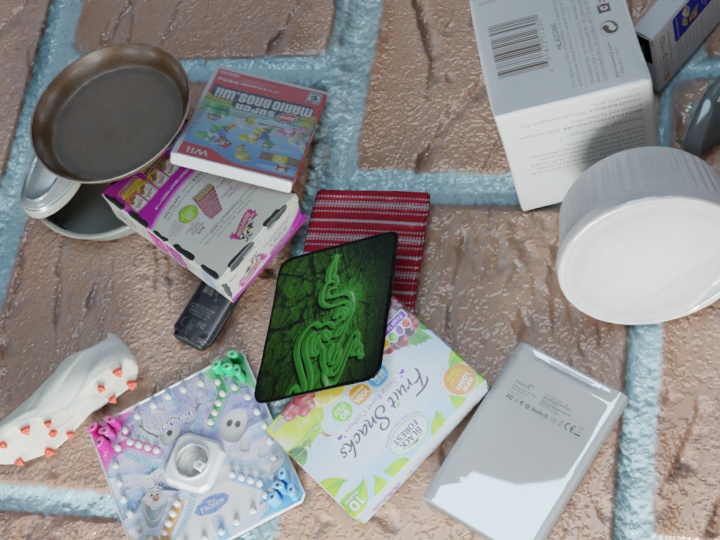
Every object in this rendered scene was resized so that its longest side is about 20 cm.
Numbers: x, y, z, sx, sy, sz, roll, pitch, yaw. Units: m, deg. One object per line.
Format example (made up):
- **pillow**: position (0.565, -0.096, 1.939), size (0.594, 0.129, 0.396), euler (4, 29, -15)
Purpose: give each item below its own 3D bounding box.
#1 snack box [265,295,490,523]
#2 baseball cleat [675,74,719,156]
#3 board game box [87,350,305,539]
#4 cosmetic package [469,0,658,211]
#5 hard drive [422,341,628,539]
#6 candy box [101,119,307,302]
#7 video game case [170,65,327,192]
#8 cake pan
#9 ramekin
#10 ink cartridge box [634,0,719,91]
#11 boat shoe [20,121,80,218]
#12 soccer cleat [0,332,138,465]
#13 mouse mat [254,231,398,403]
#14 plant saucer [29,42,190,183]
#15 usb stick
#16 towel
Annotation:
- **snack box**: position (0.019, 0.148, 1.563), size (0.142, 0.053, 0.200), euler (42, 85, 19)
- **baseball cleat**: position (0.439, -0.194, 1.616), size (0.106, 0.070, 0.200), euler (31, 77, 27)
- **board game box**: position (-0.186, 0.210, 1.620), size (0.199, 0.026, 0.200), euler (-28, 61, 2)
- **cosmetic package**: position (0.226, -0.198, 1.602), size (0.166, 0.200, 0.168), euler (-14, 61, 8)
- **hard drive**: position (0.172, 0.187, 1.529), size (0.132, 0.026, 0.200), euler (27, 75, 26)
- **candy box**: position (-0.180, -0.074, 1.698), size (0.200, 0.061, 0.136), euler (35, 75, 26)
- **video game case**: position (-0.127, -0.169, 1.719), size (0.142, 0.017, 0.200), euler (14, 39, 2)
- **cake pan**: position (-0.312, -0.122, 1.811), size (0.199, 0.037, 0.201), euler (-6, 63, 12)
- **ramekin**: position (0.296, -0.040, 1.516), size (0.202, 0.203, 0.094), euler (-13, 49, 10)
- **ink cartridge box**: position (0.383, -0.305, 1.667), size (0.037, 0.095, 0.200), euler (36, 75, 31)
- **boat shoe**: position (-0.362, -0.161, 1.782), size (0.070, 0.072, 0.201), euler (18, 71, 23)
- **soccer cleat**: position (-0.343, 0.149, 1.678), size (0.200, 0.069, 0.078), euler (-35, 44, -3)
- **mouse mat**: position (-0.036, 0.049, 1.605), size (0.160, 0.008, 0.201), euler (-15, 48, 27)
- **plant saucer**: position (-0.288, -0.178, 1.712), size (0.199, 0.032, 0.201), euler (-7, 57, 12)
- **usb stick**: position (-0.149, 0.001, 1.708), size (0.055, 0.033, 0.200), euler (24, 73, 22)
- **towel**: position (0.000, 0.000, 1.672), size (0.144, 0.023, 0.201), euler (2, 65, 17)
